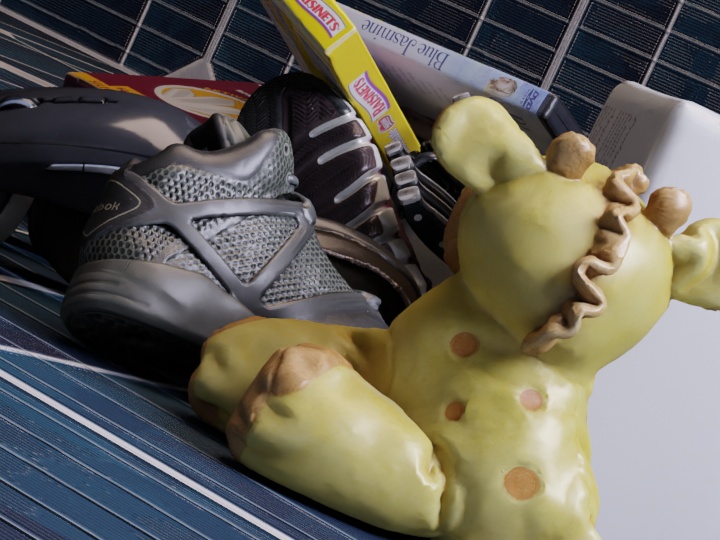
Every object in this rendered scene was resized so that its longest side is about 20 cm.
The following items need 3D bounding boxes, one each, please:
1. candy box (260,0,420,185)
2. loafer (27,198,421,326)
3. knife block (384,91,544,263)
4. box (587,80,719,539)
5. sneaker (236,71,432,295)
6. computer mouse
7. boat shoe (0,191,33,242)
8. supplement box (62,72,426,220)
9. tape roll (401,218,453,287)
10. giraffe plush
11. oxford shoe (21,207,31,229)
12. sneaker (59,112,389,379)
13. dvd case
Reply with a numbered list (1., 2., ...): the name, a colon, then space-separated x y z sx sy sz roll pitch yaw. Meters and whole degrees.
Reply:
1. candy box: -0.015 -0.112 1.539 0.102 0.026 0.200 54 -1 25
2. loafer: -0.061 0.012 1.374 0.199 0.073 0.071 14 24 -21
3. knife block: 0.095 0.006 1.494 0.200 0.064 0.175 59 19 10
4. box: 0.173 0.046 1.311 0.199 0.200 0.171 24 4 -6
5. sneaker: 0.000 0.000 1.507 0.201 0.075 0.116 66 6 20
6. computer mouse: -0.146 -0.052 1.302 0.199 0.046 0.141 18 28 3
7. boat shoe: -0.219 -0.074 1.429 0.063 0.073 0.200 26 7 -33
8. supplement box: -0.069 -0.053 1.650 0.200 0.086 0.110 0 22 -46
9. tape roll: 0.101 0.035 1.649 0.203 0.037 0.203 42 18 -16
10. giraffe plush: 0.051 0.024 1.106 0.172 0.163 0.200 22 4 -37
11. oxford shoe: -0.107 -0.009 1.472 0.200 0.070 0.075 28 33 -28
12. sneaker: -0.028 0.002 1.240 0.199 0.115 0.076 23 -23 -28
13. dvd case: 0.052 -0.093 1.634 0.200 0.018 0.143 26 -13 32
